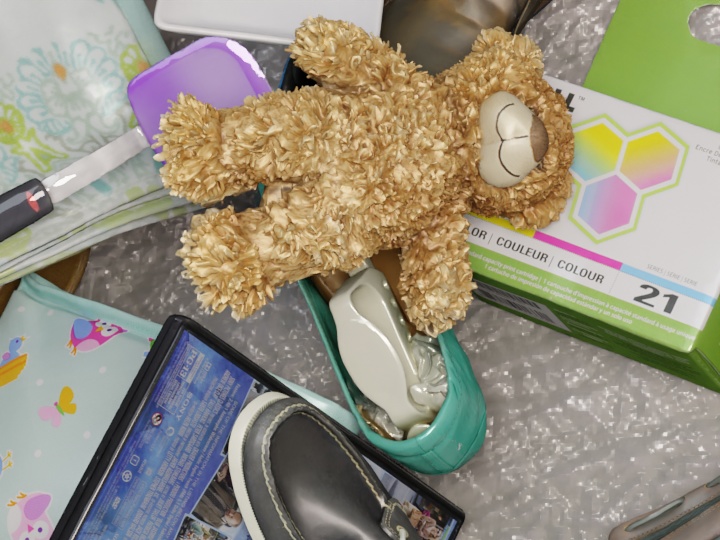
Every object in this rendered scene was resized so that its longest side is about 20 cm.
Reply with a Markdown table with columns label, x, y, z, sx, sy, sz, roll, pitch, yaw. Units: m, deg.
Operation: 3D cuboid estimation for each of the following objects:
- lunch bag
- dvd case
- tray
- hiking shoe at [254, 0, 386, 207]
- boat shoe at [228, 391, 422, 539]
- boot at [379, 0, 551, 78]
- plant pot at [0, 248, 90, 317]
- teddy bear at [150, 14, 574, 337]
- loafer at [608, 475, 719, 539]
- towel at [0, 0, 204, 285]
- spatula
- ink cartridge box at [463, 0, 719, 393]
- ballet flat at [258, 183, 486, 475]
| label | x | y | z | sx | sy | sz | roll | pitch | yaw |
| --- | --- | --- | --- | --- | --- | --- | --- | --- | --- |
| lunch bag | -0.105 | 0.113 | 1.300 | 0.200 | 0.122 | 0.171 | 20 | 78 | 34 |
| dvd case | -0.047 | 0.128 | 1.213 | 0.018 | 0.200 | 0.143 | 10 | 69 | 50 |
| tray | -0.037 | -0.174 | 1.344 | 0.107 | 0.022 | 0.200 | 7 | 47 | 1 |
| hiking shoe | 0.007 | -0.109 | 1.355 | 0.074 | 0.087 | 0.201 | 9 | 74 | 26 |
| boat shoe | 0.013 | 0.134 | 1.202 | 0.068 | 0.200 | 0.072 | -7 | 32 | 49 |
| boot | 0.055 | -0.139 | 1.291 | 0.075 | 0.097 | 0.200 | 30 | 50 | 5 |
| plant pot | -0.243 | -0.042 | 1.402 | 0.200 | 0.186 | 0.187 | 34 | 86 | 16 |
| teddy bear | 0.006 | -0.046 | 1.198 | 0.199 | 0.067 | 0.145 | 4 | 72 | -13 |
| loafer | 0.195 | 0.086 | 1.210 | 0.200 | 0.072 | 0.063 | -38 | 54 | 8 |
| towel | -0.179 | -0.093 | 1.335 | 0.171 | 0.048 | 0.200 | -24 | 78 | -27 |
| spatula | -0.133 | -0.045 | 1.269 | 0.200 | 0.021 | 0.057 | -29 | 99 | -5 |
| ink cartridge box | 0.144 | -0.063 | 1.284 | 0.148 | 0.076 | 0.200 | 21 | 81 | 29 |
| ballet flat | 0.000 | 0.000 | 1.251 | 0.067 | 0.070 | 0.200 | -28 | 77 | 12 |
